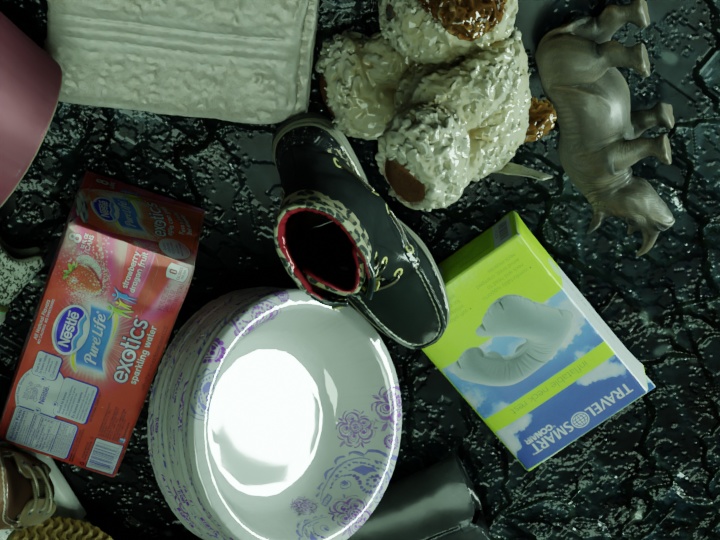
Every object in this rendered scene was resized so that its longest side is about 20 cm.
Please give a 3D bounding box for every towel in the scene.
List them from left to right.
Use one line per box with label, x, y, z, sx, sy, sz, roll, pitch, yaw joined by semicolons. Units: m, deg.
towel;-0.128;-0.176;1.378;0.198;0.035;0.134;7;116;-4

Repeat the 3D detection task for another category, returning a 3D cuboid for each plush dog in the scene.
plush dog;0.065;-0.159;1.316;0.159;0.200;0.173;-10;121;-16

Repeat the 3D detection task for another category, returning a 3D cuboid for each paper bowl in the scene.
paper bowl;-0.073;0.113;1.460;0.104;0.201;0.201;2;132;50

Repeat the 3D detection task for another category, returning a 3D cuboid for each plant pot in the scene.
plant pot;-0.311;-0.128;1.313;0.178;0.201;0.200;29;114;-25

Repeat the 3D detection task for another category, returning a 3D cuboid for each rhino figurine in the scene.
rhino figurine;0.184;-0.098;1.410;0.087;0.060;0.201;-6;121;22

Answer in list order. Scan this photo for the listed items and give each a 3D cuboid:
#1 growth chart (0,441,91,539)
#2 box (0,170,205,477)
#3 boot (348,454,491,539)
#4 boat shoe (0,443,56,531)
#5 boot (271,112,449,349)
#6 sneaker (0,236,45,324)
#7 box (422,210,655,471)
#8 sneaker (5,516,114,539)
growth chart;-0.324;0.207;1.586;0.199;0.018;0.145;-32;115;12
box;-0.196;0.040;1.455;0.099;0.096;0.201;18;116;-9
boot;-0.007;0.195;1.559;0.198;0.066;0.166;-18;126;11
boat shoe;-0.267;0.163;1.465;0.071;0.200;0.076;-2;85;-10
boot;-0.002;0.000;1.369;0.073;0.154;0.204;-28;112;13
sneaker;-0.312;-0.046;1.430;0.088;0.077;0.200;-39;118;4
box;0.131;0.065;1.505;0.122;0.048;0.200;-35;113;16
sneaker;-0.197;0.261;1.580;0.198;0.075;0.090;16;150;-3
